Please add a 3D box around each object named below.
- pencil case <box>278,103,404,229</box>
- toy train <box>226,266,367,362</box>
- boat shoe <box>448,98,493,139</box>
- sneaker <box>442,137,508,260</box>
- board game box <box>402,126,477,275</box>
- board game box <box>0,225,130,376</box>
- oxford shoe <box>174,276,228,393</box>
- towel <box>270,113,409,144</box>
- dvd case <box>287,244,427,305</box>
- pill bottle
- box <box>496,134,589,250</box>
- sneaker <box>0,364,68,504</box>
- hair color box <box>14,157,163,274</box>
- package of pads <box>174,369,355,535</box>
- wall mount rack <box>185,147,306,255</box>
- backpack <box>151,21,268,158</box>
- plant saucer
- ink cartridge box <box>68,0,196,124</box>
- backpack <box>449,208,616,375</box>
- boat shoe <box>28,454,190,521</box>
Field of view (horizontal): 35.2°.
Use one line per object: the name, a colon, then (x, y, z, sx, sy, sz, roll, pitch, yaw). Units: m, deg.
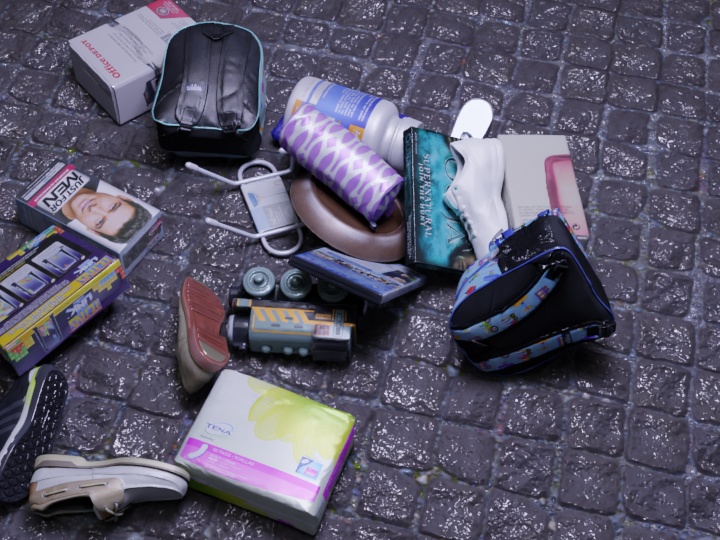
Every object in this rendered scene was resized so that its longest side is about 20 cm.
pencil case: (-0.026, -0.153, 1.623, 0.199, 0.086, 0.084, 42, 89, 11)
toy train: (-0.089, 0.063, 1.557, 0.196, 0.086, 0.116, 4, 60, 1)
boat shoe: (0.144, -0.164, 1.754, 0.074, 0.086, 0.205, 25, 83, 13)
sneaker: (0.159, -0.088, 1.609, 0.087, 0.075, 0.204, 1, 77, -14)
board game box: (0.123, -0.097, 1.638, 0.133, 0.028, 0.204, 9, 72, -32)
board game box: (-0.442, 0.036, 1.553, 0.164, 0.057, 0.200, 24, 53, 37)
oxford shoe: (-0.228, 0.083, 1.540, 0.070, 0.074, 0.201, 29, 23, -25)
towel: (-0.027, -0.229, 1.813, 0.197, 0.050, 0.149, 22, 53, 15)
dvd case: (0.000, 0.000, 1.570, 0.141, 0.018, 0.200, 23, 15, 17)
pill bottle: (-0.009, -0.212, 1.711, 0.197, 0.113, 0.113, 20, 52, 15)
box: (0.255, -0.083, 1.654, 0.107, 0.129, 0.203, 0, 51, -4)
sneaker: (-0.437, 0.209, 1.447, 0.081, 0.072, 0.202, -7, 46, 24)
hair color box: (-0.398, -0.079, 1.671, 0.198, 0.061, 0.099, 26, 54, 17)
package of pads: (-0.117, 0.222, 1.431, 0.197, 0.069, 0.156, 18, 53, 12)
wall mount rack: (-0.162, -0.111, 1.694, 0.171, 0.075, 0.202, -14, 52, -15)
backpack: (-0.230, -0.279, 1.773, 0.172, 0.154, 0.204, 2, 71, 0)
plant saucer: (-0.007, -0.092, 1.659, 0.197, 0.032, 0.202, 20, 35, -15)
ink cartridge box: (-0.359, -0.349, 1.876, 0.198, 0.085, 0.145, -32, 58, -26)
backpack: (0.216, 0.039, 1.520, 0.198, 0.183, 0.136, -30, 35, 18)
boat shoe: (-0.307, 0.271, 1.387, 0.196, 0.075, 0.069, 0, 56, 7)
